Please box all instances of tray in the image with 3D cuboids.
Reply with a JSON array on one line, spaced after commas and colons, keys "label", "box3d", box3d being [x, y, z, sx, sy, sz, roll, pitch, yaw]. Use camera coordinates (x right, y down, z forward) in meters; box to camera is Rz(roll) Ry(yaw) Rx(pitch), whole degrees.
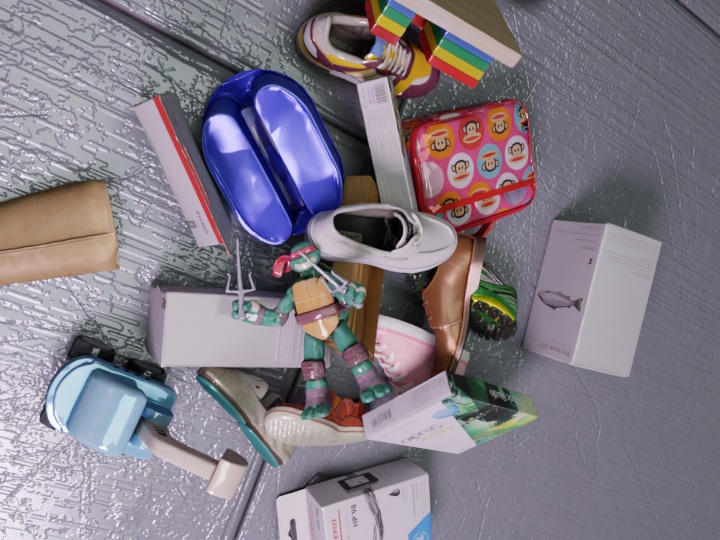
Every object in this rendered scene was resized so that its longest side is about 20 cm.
[{"label": "tray", "box3d": [0.000, 0.000, 0.860, 0.099, 0.036, 0.203, 49, 46, -63]}]

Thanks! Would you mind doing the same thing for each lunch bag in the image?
[{"label": "lunch bag", "box3d": [0.140, -0.126, 0.955, 0.197, 0.082, 0.179, -19, 109, -25]}]

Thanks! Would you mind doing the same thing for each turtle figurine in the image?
[{"label": "turtle figurine", "box3d": [-0.046, 0.044, 0.743, 0.100, 0.148, 0.203, -24, 94, -61]}]

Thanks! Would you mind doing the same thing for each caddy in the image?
[{"label": "caddy", "box3d": [-0.100, -0.129, 0.826, 0.140, 0.105, 0.202, -26, 110, 4]}]

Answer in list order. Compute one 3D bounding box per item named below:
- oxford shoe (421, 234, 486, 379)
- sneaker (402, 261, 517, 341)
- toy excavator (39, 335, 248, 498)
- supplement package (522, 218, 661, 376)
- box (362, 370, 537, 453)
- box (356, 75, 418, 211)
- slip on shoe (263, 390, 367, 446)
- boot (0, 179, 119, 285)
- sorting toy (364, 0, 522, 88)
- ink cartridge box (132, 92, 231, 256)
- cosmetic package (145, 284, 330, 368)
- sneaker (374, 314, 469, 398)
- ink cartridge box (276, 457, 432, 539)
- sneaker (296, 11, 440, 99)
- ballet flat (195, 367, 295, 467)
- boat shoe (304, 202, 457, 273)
[{"label": "oxford shoe", "box3d": [0.108, 0.052, 0.906, 0.070, 0.071, 0.204, 10, 97, 7]}, {"label": "sneaker", "box3d": [0.136, 0.013, 0.984, 0.199, 0.078, 0.086, 37, 44, -18]}, {"label": "toy excavator", "box3d": [-0.228, 0.164, 0.746, 0.193, 0.199, 0.101, 28, 85, -25]}, {"label": "supplement package", "box3d": [0.337, 0.038, 1.048, 0.116, 0.117, 0.203, 14, 90, -26]}, {"label": "box", "box3d": [0.119, 0.190, 0.930, 0.198, 0.144, 0.037, 20, 47, -43]}, {"label": "box", "box3d": [0.037, -0.131, 0.869, 0.041, 0.039, 0.203, -10, 102, 15]}, {"label": "slip on shoe", "box3d": [-0.051, 0.178, 0.875, 0.199, 0.073, 0.062, 23, 53, -57]}, {"label": "boot", "box3d": [-0.350, 0.007, 0.743, 0.197, 0.066, 0.178, -12, 102, -25]}, {"label": "sorting toy", "box3d": [0.074, -0.318, 0.849, 0.198, 0.201, 0.070, 20, 129, -24]}, {"label": "ink cartridge box", "box3d": [-0.183, -0.098, 0.734, 0.049, 0.200, 0.163, -23, 107, -2]}, {"label": "cosmetic package", "box3d": [-0.140, 0.064, 0.827, 0.197, 0.106, 0.092, 1, 93, -24]}, {"label": "sneaker", "box3d": [0.056, 0.126, 0.946, 0.198, 0.075, 0.106, 26, 80, -30]}, {"label": "ink cartridge box", "box3d": [-0.005, 0.338, 0.950, 0.197, 0.066, 0.118, -10, 102, -24]}, {"label": "sneaker", "box3d": [0.024, -0.259, 0.873, 0.197, 0.090, 0.076, 7, 94, -26]}, {"label": "ballet flat", "box3d": [-0.129, 0.160, 0.857, 0.063, 0.067, 0.201, -49, 137, -23]}, {"label": "boat shoe", "box3d": [0.037, -0.042, 0.801, 0.197, 0.065, 0.073, 7, 76, -30]}]
